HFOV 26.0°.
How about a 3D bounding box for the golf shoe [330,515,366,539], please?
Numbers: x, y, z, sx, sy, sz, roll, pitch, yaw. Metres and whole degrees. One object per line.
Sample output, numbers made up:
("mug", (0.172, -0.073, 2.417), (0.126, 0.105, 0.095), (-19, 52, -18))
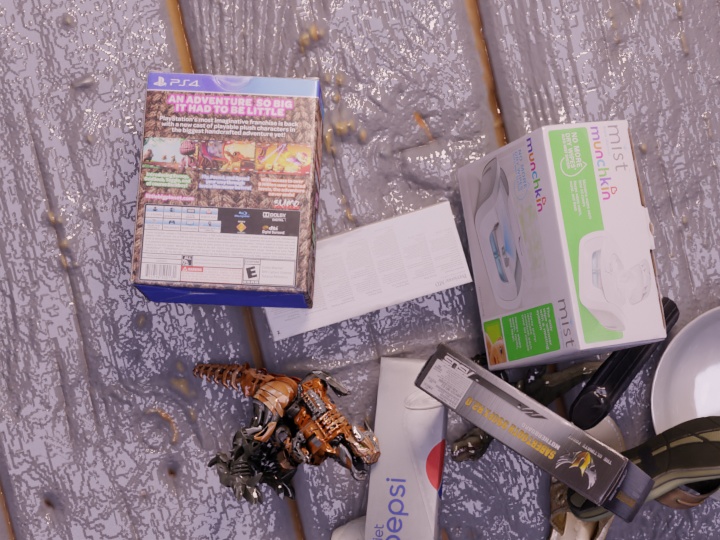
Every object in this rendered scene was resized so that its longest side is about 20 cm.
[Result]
("golf shoe", (0.024, 0.336, 1.530), (0.097, 0.078, 0.201), (-10, 86, 4))

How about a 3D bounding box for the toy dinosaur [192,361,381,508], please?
("toy dinosaur", (-0.074, 0.147, 1.487), (0.102, 0.200, 0.136), (17, 103, -44))

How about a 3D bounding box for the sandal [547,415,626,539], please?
("sandal", (0.219, 0.245, 1.529), (0.077, 0.070, 0.212), (15, 94, -4))

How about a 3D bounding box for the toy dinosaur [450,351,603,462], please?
("toy dinosaur", (0.161, 0.111, 1.530), (0.200, 0.047, 0.088), (-29, 99, -5))

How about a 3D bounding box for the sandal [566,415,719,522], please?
("sandal", (0.294, 0.194, 1.470), (0.201, 0.080, 0.057), (-22, 118, 18))

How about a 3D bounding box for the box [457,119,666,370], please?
("box", (0.182, -0.019, 1.425), (0.096, 0.176, 0.201), (-6, 84, -23))

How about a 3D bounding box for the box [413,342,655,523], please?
("box", (0.158, 0.147, 1.398), (0.200, 0.158, 0.048), (33, 88, 23))

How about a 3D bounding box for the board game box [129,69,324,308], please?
("board game box", (-0.119, -0.073, 1.437), (0.159, 0.097, 0.201), (3, 80, 2))

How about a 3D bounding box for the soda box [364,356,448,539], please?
("soda box", (0.045, 0.186, 1.480), (0.068, 0.063, 0.201), (4, 74, 8))

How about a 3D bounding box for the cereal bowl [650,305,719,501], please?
("cereal bowl", (0.388, 0.129, 1.503), (0.200, 0.083, 0.201), (-3, 84, 29))

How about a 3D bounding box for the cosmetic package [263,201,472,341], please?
("cosmetic package", (0.000, 0.000, 1.504), (0.199, 0.051, 0.083), (-16, 92, -1))

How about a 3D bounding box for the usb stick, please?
("usb stick", (0.249, 0.085, 1.462), (0.033, 0.200, 0.056), (37, 129, 10))
